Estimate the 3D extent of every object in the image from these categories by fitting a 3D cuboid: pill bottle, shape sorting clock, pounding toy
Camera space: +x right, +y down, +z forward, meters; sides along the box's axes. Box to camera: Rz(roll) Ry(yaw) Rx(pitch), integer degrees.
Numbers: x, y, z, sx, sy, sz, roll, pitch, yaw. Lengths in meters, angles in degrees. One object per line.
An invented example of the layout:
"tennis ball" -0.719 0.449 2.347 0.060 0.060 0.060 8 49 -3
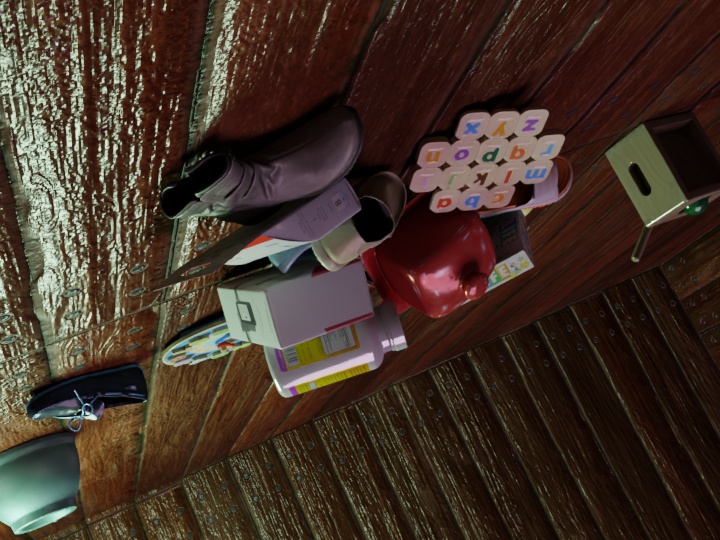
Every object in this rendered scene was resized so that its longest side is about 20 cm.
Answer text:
"pill bottle" -0.036 0.108 1.374 0.199 0.105 0.104 -18 167 1
"shape sorting clock" -0.235 0.117 1.569 0.199 0.039 0.200 -25 166 -6
"pounding toy" 0.539 -0.150 1.670 0.183 0.201 0.142 -16 164 -36

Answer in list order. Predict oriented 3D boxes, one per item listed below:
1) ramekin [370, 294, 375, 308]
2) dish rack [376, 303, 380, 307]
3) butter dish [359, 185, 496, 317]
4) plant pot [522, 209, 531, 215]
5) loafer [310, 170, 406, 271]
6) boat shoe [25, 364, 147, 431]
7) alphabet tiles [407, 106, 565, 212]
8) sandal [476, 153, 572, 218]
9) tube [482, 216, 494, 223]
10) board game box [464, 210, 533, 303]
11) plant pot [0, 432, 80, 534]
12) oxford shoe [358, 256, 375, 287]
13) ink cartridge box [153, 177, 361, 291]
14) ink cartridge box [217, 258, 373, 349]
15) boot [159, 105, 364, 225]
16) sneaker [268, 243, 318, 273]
"ramekin" -0.057 0.100 1.525 0.199 0.098 0.200 -18 177 -1
"dish rack" -0.035 0.111 1.901 0.153 0.055 0.200 -24 165 -15
"butter dish" 0.127 -0.012 1.362 0.200 0.148 0.200 -41 143 -8
"plant pot" 0.220 -0.085 1.693 0.199 0.028 0.200 -26 166 -7
"loafer" 0.014 -0.065 1.150 0.068 0.076 0.200 -21 -160 37
"boat shoe" -0.420 0.202 1.474 0.199 0.069 0.084 -16 163 -36
"alphabet tiles" 0.165 -0.145 1.234 0.198 0.015 0.196 -6 146 -14
"sandal" 0.249 -0.132 1.452 0.205 0.080 0.059 -20 168 -17
"tube" 0.224 -0.114 1.564 0.199 0.051 0.077 -31 -178 -4
"board game box" 0.208 -0.030 1.520 0.134 0.034 0.200 -29 -161 17
"plant pot" -0.610 0.408 1.757 0.199 0.135 0.200 -25 167 -6
"oxford shoe" 0.000 0.000 1.490 0.070 0.075 0.200 -22 166 -19
"ink cartridge box" -0.115 -0.024 1.040 0.200 0.047 0.160 -40 -165 -33
"ink cartridge box" -0.094 0.040 1.290 0.144 0.084 0.200 -19 -171 -25
"boot" -0.099 -0.101 0.943 0.199 0.068 0.130 -32 165 26
"sneaker" -0.035 -0.047 1.231 0.199 0.082 0.074 -21 167 -22
